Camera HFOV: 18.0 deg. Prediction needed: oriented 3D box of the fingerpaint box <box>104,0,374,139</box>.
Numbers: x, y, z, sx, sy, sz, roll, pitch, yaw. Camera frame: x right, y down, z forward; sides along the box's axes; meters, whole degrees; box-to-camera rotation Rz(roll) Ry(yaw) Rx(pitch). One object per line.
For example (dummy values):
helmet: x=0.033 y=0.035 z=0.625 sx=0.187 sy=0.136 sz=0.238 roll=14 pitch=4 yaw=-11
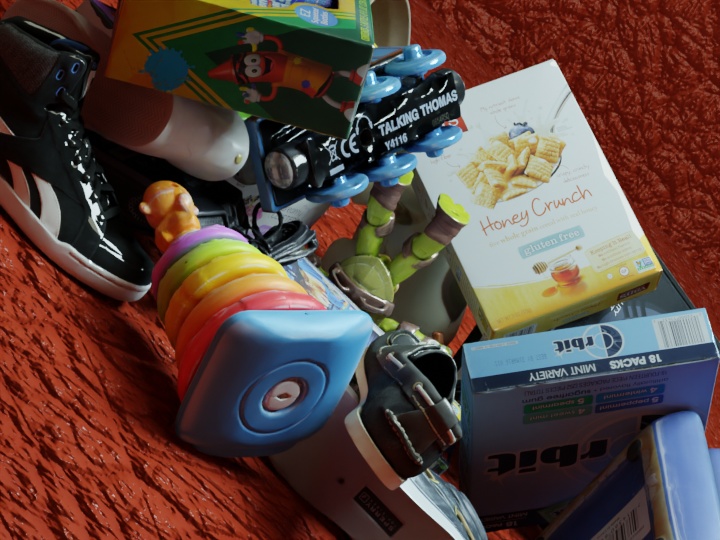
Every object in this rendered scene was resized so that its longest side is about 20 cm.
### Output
fingerpaint box: x=-0.080 y=-0.178 z=1.534 sx=0.165 sy=0.074 sz=0.200 roll=14 pitch=25 yaw=-8

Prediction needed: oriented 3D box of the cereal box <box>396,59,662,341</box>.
cereal box: x=0.124 y=-0.053 z=1.735 sx=0.040 sy=0.143 sz=0.201 roll=95 pitch=-27 yaw=-64

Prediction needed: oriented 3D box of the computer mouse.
computer mouse: x=-0.139 y=-0.045 z=1.583 sx=0.199 sy=0.053 sz=0.138 roll=36 pitch=26 yaw=18

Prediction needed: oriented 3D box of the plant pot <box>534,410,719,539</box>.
plant pot: x=0.225 y=0.228 z=1.531 sx=0.179 sy=0.200 sz=0.201 roll=33 pitch=27 yaw=-18

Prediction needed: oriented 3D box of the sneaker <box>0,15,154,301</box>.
sneaker: x=-0.187 y=-0.081 z=1.465 sx=0.200 sy=0.112 sz=0.073 roll=43 pitch=14 yaw=-4

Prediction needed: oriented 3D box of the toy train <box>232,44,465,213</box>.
toy train: x=-0.012 y=-0.103 z=1.630 sx=0.199 sy=0.114 sz=0.087 roll=-29 pitch=113 yaw=-42

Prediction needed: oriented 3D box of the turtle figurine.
turtle figurine: x=0.000 y=0.000 z=1.696 sx=0.200 sy=0.162 sz=0.064 roll=38 pitch=22 yaw=17

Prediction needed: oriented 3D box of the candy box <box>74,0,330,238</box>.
candy box: x=-0.137 y=-0.108 z=1.781 sx=0.200 sy=0.072 sz=0.167 roll=49 pitch=14 yaw=24

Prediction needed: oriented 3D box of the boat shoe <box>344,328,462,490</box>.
boat shoe: x=0.037 y=0.078 z=1.447 sx=0.072 sy=0.067 sz=0.200 roll=49 pitch=11 yaw=-9

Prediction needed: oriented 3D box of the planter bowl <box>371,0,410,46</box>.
planter bowl: x=-0.055 y=-0.173 z=2.023 sx=0.134 sy=0.202 sz=0.200 roll=19 pitch=6 yaw=17

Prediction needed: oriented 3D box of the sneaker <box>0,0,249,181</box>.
sneaker: x=-0.163 y=-0.118 z=1.574 sx=0.200 sy=0.074 sz=0.115 roll=35 pitch=6 yaw=37

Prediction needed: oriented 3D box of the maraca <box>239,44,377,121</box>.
maraca: x=-0.052 y=-0.139 z=1.754 sx=0.137 sy=0.108 sz=0.199 roll=32 pitch=30 yaw=32

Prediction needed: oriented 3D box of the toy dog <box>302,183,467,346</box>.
toy dog: x=0.059 y=-0.029 z=1.839 sx=0.139 sy=0.200 sz=0.194 roll=27 pitch=21 yaw=-49

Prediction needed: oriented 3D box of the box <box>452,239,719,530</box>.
box: x=0.174 y=0.078 z=1.790 sx=0.086 sy=0.200 sz=0.164 roll=-6 pitch=-51 yaw=50

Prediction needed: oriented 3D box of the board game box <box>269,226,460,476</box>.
board game box: x=-0.025 y=0.075 z=1.579 sx=0.200 sy=0.062 sz=0.200 roll=44 pitch=14 yaw=-2

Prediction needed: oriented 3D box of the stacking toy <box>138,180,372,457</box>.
stacking toy: x=-0.092 y=0.013 z=1.435 sx=0.115 sy=0.110 sz=0.200 roll=0 pitch=41 yaw=-37

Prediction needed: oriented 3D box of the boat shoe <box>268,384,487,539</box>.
boat shoe: x=0.006 y=0.135 z=1.490 sx=0.201 sy=0.071 sz=0.091 roll=51 pitch=12 yaw=5

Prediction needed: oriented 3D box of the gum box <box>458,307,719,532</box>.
gum box: x=0.155 y=0.109 z=1.590 sx=0.201 sy=0.168 sz=0.045 roll=87 pitch=-6 yaw=-55
